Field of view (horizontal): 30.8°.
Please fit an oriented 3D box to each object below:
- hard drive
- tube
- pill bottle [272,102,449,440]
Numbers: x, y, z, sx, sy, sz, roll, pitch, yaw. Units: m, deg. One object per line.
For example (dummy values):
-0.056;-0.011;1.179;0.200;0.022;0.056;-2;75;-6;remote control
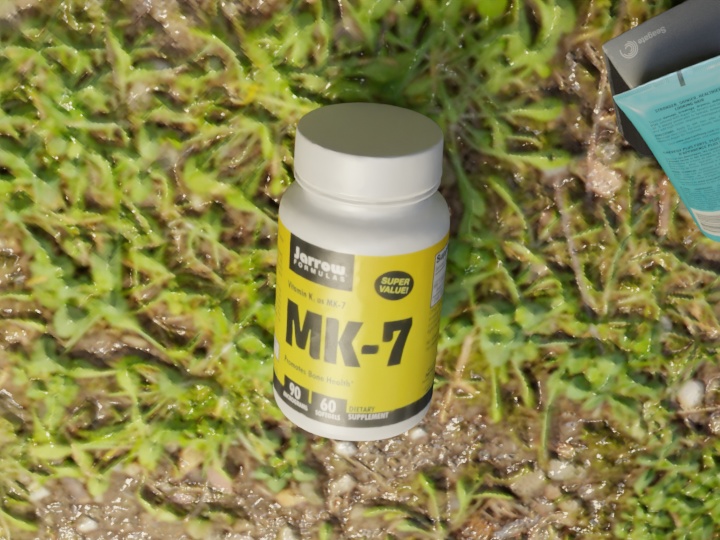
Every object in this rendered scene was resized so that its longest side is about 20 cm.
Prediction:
0.257;-0.143;0.833;0.198;0.043;0.135;-23;155;7;hard drive
0.222;-0.077;0.842;0.077;0.051;0.200;-24;151;14;tube
0.000;0.000;0.867;0.112;0.115;0.203;-1;118;-8;pill bottle
